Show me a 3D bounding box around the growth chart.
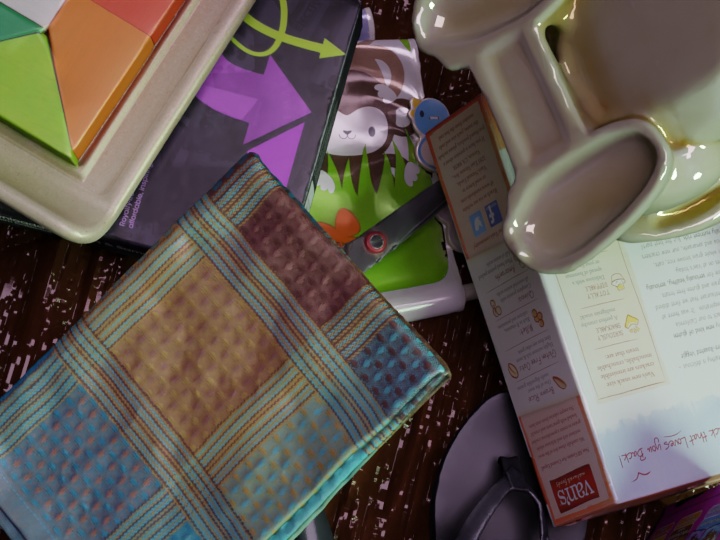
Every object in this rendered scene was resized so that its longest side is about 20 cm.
[{"bbox_3d":[-0.020,-0.060,1.036,0.144,0.018,0.200,-20,83,-15],"label":"growth chart"}]

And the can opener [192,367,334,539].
[{"bbox_3d":[-0.029,0.133,0.949,0.063,0.079,0.200,-1,69,-52],"label":"can opener"}]

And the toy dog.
[{"bbox_3d":[0.145,-0.094,0.922,0.194,0.200,0.140,-40,70,25],"label":"toy dog"}]

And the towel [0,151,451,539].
[{"bbox_3d":[-0.075,0.065,0.929,0.200,0.022,0.147,-46,69,8],"label":"towel"}]

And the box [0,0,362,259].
[{"bbox_3d":[-0.112,-0.081,0.991,0.199,0.036,0.143,14,76,4],"label":"box"}]

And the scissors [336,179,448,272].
[{"bbox_3d":[0.000,0.000,1.012,0.200,0.014,0.073,-22,79,-18],"label":"scissors"}]

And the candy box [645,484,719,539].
[{"bbox_3d":[0.129,0.190,0.941,0.061,0.136,0.200,38,72,0],"label":"candy box"}]

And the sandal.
[{"bbox_3d":[0.062,0.153,0.985,0.076,0.043,0.201,17,73,-7],"label":"sandal"}]

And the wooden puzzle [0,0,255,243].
[{"bbox_3d":[-0.148,-0.137,0.969,0.185,0.037,0.200,30,76,8],"label":"wooden puzzle"}]

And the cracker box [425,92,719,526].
[{"bbox_3d":[0.126,0.008,1.011,0.134,0.058,0.200,-11,77,-33],"label":"cracker box"}]
